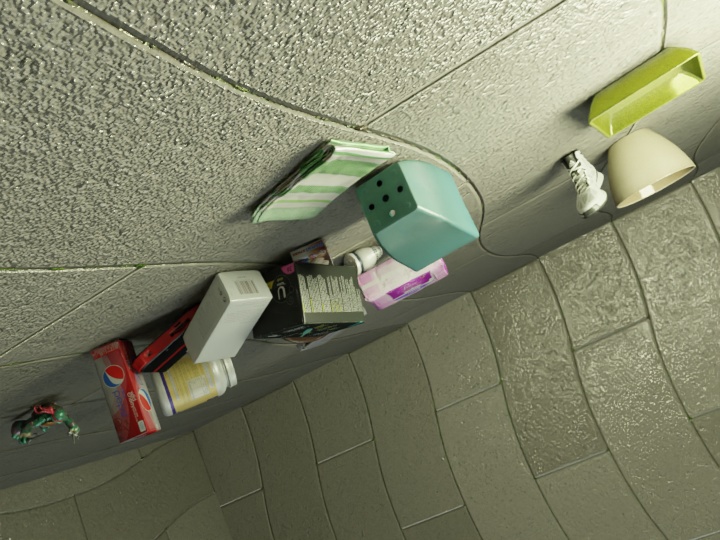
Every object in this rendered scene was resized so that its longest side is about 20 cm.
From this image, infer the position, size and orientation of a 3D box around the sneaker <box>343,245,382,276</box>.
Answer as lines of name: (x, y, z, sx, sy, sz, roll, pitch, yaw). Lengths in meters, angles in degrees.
sneaker: (0.000, 0.000, 1.439, 0.080, 0.077, 0.200, -30, 172, -20)

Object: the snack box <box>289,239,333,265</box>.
snack box: (-0.099, -0.020, 1.261, 0.071, 0.024, 0.200, -22, 168, -2)

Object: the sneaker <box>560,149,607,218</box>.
sneaker: (0.505, -0.206, 1.381, 0.076, 0.115, 0.201, -39, -165, 36)

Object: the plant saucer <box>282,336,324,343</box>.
plant saucer: (-0.146, 0.141, 1.615, 0.199, 0.032, 0.201, -10, 141, -9)

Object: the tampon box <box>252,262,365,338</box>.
tampon box: (-0.113, 0.065, 1.245, 0.149, 0.127, 0.199, -19, 166, 35)

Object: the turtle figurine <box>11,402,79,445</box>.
turtle figurine: (-0.762, 0.373, 1.451, 0.199, 0.102, 0.149, -15, 161, 38)

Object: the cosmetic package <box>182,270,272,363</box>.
cosmetic package: (-0.265, 0.093, 1.175, 0.101, 0.074, 0.200, -3, 141, -45)

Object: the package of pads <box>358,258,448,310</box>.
package of pads: (0.097, 0.014, 1.370, 0.199, 0.076, 0.120, -27, 161, 8)

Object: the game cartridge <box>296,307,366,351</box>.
game cartridge: (-0.086, 0.173, 1.769, 0.200, 0.039, 0.129, -37, 170, 29)

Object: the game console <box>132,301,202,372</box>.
game console: (-0.385, 0.146, 1.283, 0.200, 0.031, 0.177, -42, 173, -5)

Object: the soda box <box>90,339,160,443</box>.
soda box: (-0.480, 0.245, 1.218, 0.063, 0.201, 0.070, -23, 168, 0)

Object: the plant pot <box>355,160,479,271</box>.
plant pot: (0.086, -0.102, 1.031, 0.141, 0.142, 0.200, -30, 159, 23)

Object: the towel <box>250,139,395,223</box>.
towel: (-0.058, -0.129, 0.892, 0.200, 0.024, 0.152, -34, 165, 37)

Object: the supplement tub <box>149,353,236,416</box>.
supplement tub: (-0.442, 0.281, 1.570, 0.199, 0.146, 0.145, -19, 167, -22)

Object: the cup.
cup: (0.707, -0.269, 1.497, 0.199, 0.144, 0.200, -23, 168, -5)

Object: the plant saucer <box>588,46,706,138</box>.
plant saucer: (0.522, -0.333, 1.099, 0.199, 0.048, 0.199, -32, 165, 30)
